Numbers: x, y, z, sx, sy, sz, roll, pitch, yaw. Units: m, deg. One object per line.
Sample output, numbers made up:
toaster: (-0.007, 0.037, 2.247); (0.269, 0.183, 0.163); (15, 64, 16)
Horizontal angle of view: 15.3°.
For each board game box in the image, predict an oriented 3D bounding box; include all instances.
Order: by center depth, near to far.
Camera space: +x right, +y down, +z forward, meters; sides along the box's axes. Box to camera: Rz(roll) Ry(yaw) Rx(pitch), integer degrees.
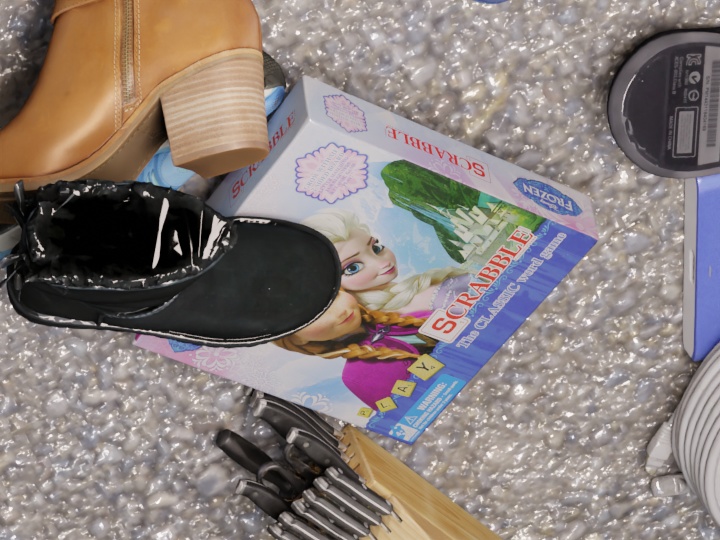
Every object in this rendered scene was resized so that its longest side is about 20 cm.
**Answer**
board game box: (0.000, 0.000, 1.557); (0.199, 0.041, 0.200); (21, 128, -25)

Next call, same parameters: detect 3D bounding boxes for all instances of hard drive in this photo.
hard drive: (0.300, -0.019, 1.675); (0.200, 0.025, 0.132); (-9, 121, -11)

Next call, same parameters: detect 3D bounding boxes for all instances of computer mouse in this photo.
computer mouse: (0.229, -0.097, 1.592); (0.200, 0.053, 0.139); (2, 104, -21)

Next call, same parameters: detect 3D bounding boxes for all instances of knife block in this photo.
knife block: (-0.003, 0.142, 1.666); (0.064, 0.176, 0.200); (-44, 166, 12)

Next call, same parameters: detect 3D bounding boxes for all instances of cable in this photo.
cable: (0.296, 0.092, 1.692); (0.200, 0.069, 0.200); (2, 130, -21)

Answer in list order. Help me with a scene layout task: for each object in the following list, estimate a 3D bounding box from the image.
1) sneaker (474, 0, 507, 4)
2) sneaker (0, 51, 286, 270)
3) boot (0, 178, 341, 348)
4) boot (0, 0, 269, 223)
sneaker: (0.070, -0.226, 1.453); (0.075, 0.088, 0.200); (-13, 123, -11)
sneaker: (-0.129, -0.062, 1.511); (0.200, 0.078, 0.090); (-30, 142, 5)
boot: (-0.095, -0.007, 1.402); (0.198, 0.162, 0.073); (1, 79, -11)
boot: (-0.150, -0.114, 1.427); (0.200, 0.155, 0.077); (-16, 166, 16)
